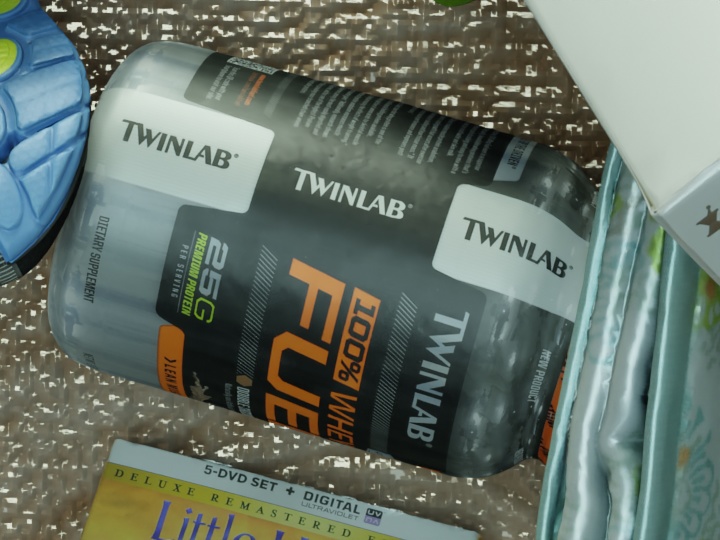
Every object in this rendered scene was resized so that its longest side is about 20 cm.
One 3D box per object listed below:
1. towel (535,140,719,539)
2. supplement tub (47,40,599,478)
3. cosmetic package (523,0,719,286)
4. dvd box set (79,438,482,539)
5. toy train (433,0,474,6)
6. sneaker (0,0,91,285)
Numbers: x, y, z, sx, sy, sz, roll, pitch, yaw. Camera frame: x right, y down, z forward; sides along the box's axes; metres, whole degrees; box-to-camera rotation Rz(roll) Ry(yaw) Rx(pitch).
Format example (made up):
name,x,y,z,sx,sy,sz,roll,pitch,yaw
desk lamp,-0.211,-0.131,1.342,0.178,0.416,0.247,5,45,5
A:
name,x,y,z,sx,sy,sz,roll,pitch,yaw
towel,0.135,0.032,0.998,0.048,0.171,0.201,15,96,39
supplement tub,0.000,0.000,1.036,0.199,0.123,0.123,16,95,7
cosmetic package,0.110,-0.087,0.879,0.107,0.085,0.200,-37,44,12
dvd box set,-0.050,0.171,1.052,0.146,0.029,0.201,15,66,7
toy train,0.010,-0.134,1.007,0.200,0.085,0.116,-29,58,-7
sneaker,-0.130,-0.050,1.026,0.071,0.200,0.083,-13,121,-6
